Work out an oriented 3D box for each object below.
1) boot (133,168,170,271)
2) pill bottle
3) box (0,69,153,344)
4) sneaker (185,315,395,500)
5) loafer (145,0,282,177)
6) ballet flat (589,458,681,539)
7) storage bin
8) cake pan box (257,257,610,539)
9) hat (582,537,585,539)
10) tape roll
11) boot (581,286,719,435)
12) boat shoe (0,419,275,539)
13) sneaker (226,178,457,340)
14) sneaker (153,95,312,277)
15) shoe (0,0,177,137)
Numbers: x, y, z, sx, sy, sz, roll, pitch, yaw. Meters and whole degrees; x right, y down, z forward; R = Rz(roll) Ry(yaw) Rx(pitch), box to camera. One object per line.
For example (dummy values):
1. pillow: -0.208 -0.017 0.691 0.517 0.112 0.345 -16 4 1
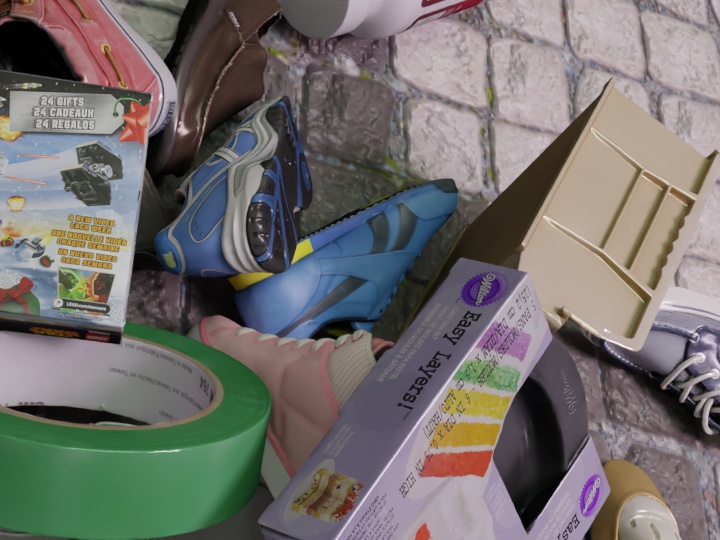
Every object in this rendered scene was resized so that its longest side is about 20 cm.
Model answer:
1. boot: -0.215 -0.062 0.935 0.174 0.069 0.201 -27 84 -45
2. pill bottle: 0.033 -0.237 1.148 0.199 0.113 0.113 -26 79 -39
3. box: -0.218 -0.042 0.830 0.199 0.040 0.138 8 71 -9
4. sneaker: -0.025 0.066 0.895 0.075 0.105 0.200 40 6 -40
5. loafer: -0.092 -0.135 1.035 0.071 0.073 0.201 29 50 -15
6. ballet flat: 0.191 0.210 1.019 0.068 0.063 0.201 18 55 -22
7. storage bin: 0.114 0.011 0.997 0.094 0.200 0.199 37 50 -6
8. cake pan box: 0.050 0.122 0.815 0.200 0.052 0.185 -50 136 -30
9. hat: 0.043 0.204 0.915 0.200 0.081 0.202 10 70 -27
10. tape roll: -0.147 0.074 0.800 0.199 0.048 0.201 9 15 -3
11. boot: 0.251 0.075 1.127 0.199 0.073 0.091 12 52 -27
12. boat shoe: -0.133 0.118 0.870 0.199 0.076 0.060 17 11 -30
13. sneaker: 0.000 0.000 1.028 0.200 0.066 0.079 -29 94 -39
14. sneaker: -0.077 -0.055 0.980 0.200 0.077 0.076 -72 148 -66
15. shoe: -0.203 -0.155 0.945 0.200 0.072 0.091 45 21 18
